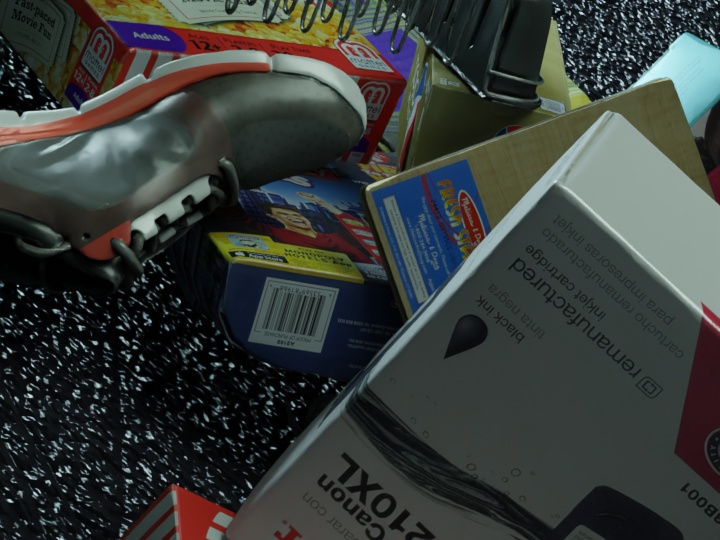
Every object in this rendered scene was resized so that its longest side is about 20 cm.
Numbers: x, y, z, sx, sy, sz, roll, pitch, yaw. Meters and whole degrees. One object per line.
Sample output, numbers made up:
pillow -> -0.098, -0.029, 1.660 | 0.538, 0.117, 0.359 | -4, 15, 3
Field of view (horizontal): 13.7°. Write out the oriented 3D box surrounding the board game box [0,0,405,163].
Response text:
board game box -> -0.096, -0.124, 1.318 | 0.151, 0.046, 0.200 | 3, 33, -41

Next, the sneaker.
sneaker -> -0.089, -0.024, 1.169 | 0.200, 0.077, 0.082 | -14, 58, -8

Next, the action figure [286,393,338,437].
action figure -> 0.056, 0.106, 1.252 | 0.200, 0.069, 0.130 | 28, 34, 3

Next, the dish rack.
dish rack -> -0.025, -0.133, 1.245 | 0.200, 0.055, 0.153 | 13, 15, -21

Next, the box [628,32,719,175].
box -> 0.180, -0.015, 1.471 | 0.049, 0.082, 0.200 | 33, -18, 46

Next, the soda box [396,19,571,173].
soda box -> 0.053, -0.067, 1.334 | 0.064, 0.068, 0.200 | 14, 17, -2

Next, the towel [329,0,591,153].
towel -> 0.044, -0.092, 1.485 | 0.143, 0.023, 0.200 | -12, 47, -31

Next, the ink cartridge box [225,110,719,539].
ink cartridge box -> 0.071, 0.067, 1.080 | 0.145, 0.200, 0.084 | 42, 29, -1

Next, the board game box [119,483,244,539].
board game box -> 0.003, 0.181, 1.094 | 0.200, 0.046, 0.152 | 28, 31, -27

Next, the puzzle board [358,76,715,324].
puzzle board -> 0.095, 0.038, 1.212 | 0.151, 0.017, 0.200 | -20, 92, -24

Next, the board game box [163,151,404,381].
board game box -> 0.000, 0.000, 1.293 | 0.200, 0.062, 0.200 | 10, 17, -23

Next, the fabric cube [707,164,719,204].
fabric cube -> 0.260, 0.052, 1.378 | 0.199, 0.196, 0.200 | 46, 11, -39
